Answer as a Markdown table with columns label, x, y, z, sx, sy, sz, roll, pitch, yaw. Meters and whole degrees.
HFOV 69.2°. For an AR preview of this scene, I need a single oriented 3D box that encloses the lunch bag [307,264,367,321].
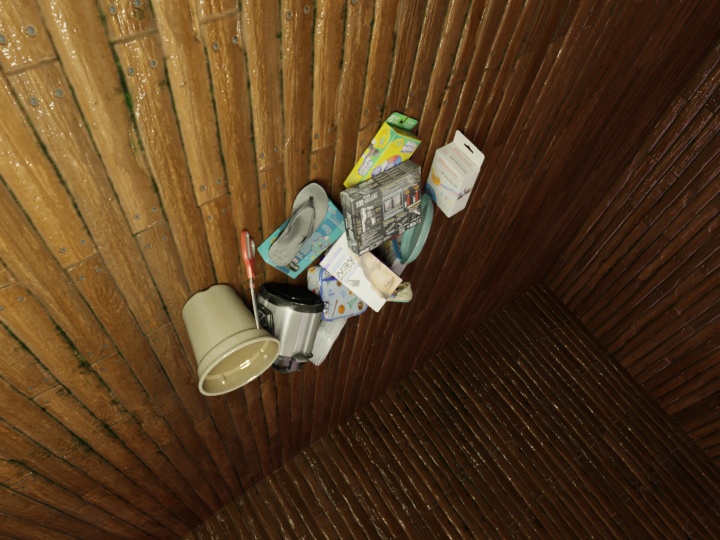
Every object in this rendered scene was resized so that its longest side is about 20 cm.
| label | x | y | z | sx | sy | sz | roll | pitch | yaw |
| --- | --- | --- | --- | --- | --- | --- | --- | --- | --- |
| lunch bag | -0.062 | 0.051 | 1.451 | 0.197 | 0.074 | 0.165 | -7 | 100 | -47 |

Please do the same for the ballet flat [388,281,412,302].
| label | x | y | z | sx | sy | sz | roll | pitch | yaw |
| --- | --- | --- | --- | --- | --- | --- | --- | --- | --- |
| ballet flat | 0.070 | 0.064 | 1.614 | 0.195 | 0.071 | 0.070 | -4 | 145 | -19 |

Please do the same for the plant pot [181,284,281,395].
| label | x | y | z | sx | sy | sz | roll | pitch | yaw |
| --- | --- | --- | --- | --- | --- | --- | --- | --- | --- |
| plant pot | -0.306 | 0.143 | 1.177 | 0.198 | 0.185 | 0.202 | -29 | 155 | -15 |

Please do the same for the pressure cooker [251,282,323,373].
| label | x | y | z | sx | sy | sz | roll | pitch | yaw |
| --- | --- | --- | --- | --- | --- | --- | --- | --- | --- |
| pressure cooker | -0.191 | 0.151 | 1.313 | 0.176 | 0.175 | 0.205 | -81 | -173 | -79 |

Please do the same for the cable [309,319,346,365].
| label | x | y | z | sx | sy | sz | roll | pitch | yaw |
| --- | --- | --- | --- | --- | --- | --- | --- | --- | --- |
| cable | -0.106 | 0.198 | 1.640 | 0.203 | 0.068 | 0.200 | -59 | 178 | -8 |

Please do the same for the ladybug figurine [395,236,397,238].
| label | x | y | z | sx | sy | sz | roll | pitch | yaw |
| --- | --- | --- | --- | --- | --- | --- | --- | --- | --- |
| ladybug figurine | 0.099 | -0.152 | 1.421 | 0.134 | 0.072 | 0.201 | -7 | 140 | -53 |

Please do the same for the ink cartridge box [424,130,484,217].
| label | x | y | z | sx | sy | sz | roll | pitch | yaw |
| --- | --- | --- | --- | --- | --- | --- | --- | --- | --- |
| ink cartridge box | 0.248 | -0.258 | 1.407 | 0.067 | 0.116 | 0.202 | -28 | 154 | -23 |

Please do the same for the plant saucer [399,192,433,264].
| label | x | y | z | sx | sy | sz | roll | pitch | yaw |
| --- | --- | --- | --- | --- | --- | --- | --- | --- | --- |
| plant saucer | 0.155 | -0.109 | 1.419 | 0.200 | 0.027 | 0.205 | -162 | -91 | -81 |

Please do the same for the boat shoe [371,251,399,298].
| label | x | y | z | sx | sy | sz | roll | pitch | yaw |
| --- | --- | --- | --- | --- | --- | --- | --- | --- | --- |
| boat shoe | 0.038 | -0.010 | 1.425 | 0.072 | 0.200 | 0.072 | -46 | -177 | 23 |

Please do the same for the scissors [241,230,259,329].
| label | x | y | z | sx | sy | sz | roll | pitch | yaw |
| --- | --- | --- | --- | --- | --- | --- | --- | --- | --- |
| scissors | -0.232 | 0.019 | 1.098 | 0.014 | 0.205 | 0.073 | -5 | 169 | 2 |

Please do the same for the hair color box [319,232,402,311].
| label | x | y | z | sx | sy | sz | roll | pitch | yaw |
| --- | --- | --- | --- | --- | --- | --- | --- | --- | --- |
| hair color box | 0.000 | 0.000 | 1.362 | 0.110 | 0.199 | 0.065 | -50 | -169 | 3 |

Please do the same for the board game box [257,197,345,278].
| label | x | y | z | sx | sy | sz | roll | pitch | yaw |
| --- | --- | --- | --- | --- | --- | --- | --- | --- | --- |
| board game box | -0.127 | -0.082 | 1.230 | 0.199 | 0.047 | 0.151 | -42 | 157 | 4 |

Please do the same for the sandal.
| label | x | y | z | sx | sy | sz | roll | pitch | yaw |
| --- | --- | --- | --- | --- | --- | --- | --- | --- | --- |
| sandal | -0.129 | -0.094 | 1.128 | 0.203 | 0.075 | 0.043 | -60 | -162 | 10 |

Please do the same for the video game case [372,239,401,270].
| label | x | y | z | sx | sy | sz | roll | pitch | yaw |
| --- | --- | --- | --- | --- | --- | --- | --- | --- | --- |
| video game case | 0.049 | -0.008 | 1.536 | 0.017 | 0.145 | 0.201 | 19 | 124 | -24 |

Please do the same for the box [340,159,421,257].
| label | x | y | z | sx | sy | sz | roll | pitch | yaw |
| --- | --- | --- | --- | --- | --- | --- | --- | --- | --- |
| box | 0.053 | -0.144 | 1.214 | 0.197 | 0.050 | 0.160 | -29 | 136 | -21 |

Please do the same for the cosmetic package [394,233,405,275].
| label | x | y | z | sx | sy | sz | roll | pitch | yaw |
| --- | --- | --- | --- | --- | --- | --- | --- | --- | --- |
| cosmetic package | 0.094 | -0.031 | 1.635 | 0.100 | 0.074 | 0.202 | -14 | 144 | -45 |

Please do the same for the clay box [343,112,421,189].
| label | x | y | z | sx | sy | sz | roll | pitch | yaw |
| --- | --- | --- | --- | --- | --- | --- | --- | --- | --- |
| clay box | 0.058 | -0.258 | 1.198 | 0.114 | 0.048 | 0.201 | -6 | 140 | -54 |
